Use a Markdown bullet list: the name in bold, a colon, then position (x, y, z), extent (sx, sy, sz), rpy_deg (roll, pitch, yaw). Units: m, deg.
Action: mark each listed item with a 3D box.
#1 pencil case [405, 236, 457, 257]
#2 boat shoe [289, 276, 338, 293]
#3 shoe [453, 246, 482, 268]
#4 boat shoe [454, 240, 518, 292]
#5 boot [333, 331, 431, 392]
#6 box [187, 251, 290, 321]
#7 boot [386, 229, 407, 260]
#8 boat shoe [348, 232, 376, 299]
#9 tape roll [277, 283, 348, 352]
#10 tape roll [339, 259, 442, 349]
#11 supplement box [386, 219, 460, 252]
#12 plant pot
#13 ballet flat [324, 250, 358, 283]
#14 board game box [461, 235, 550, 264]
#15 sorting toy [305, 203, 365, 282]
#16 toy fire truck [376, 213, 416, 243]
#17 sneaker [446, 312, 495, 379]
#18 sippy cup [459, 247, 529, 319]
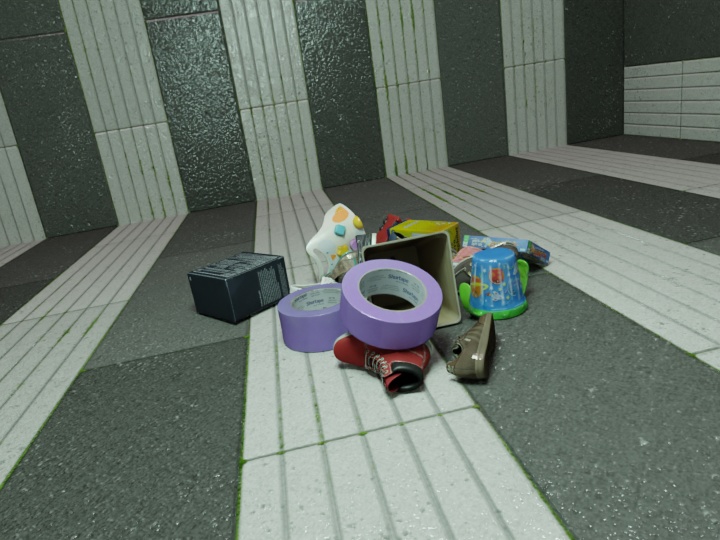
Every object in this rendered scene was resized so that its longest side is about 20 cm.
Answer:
- **pencil case**: position (0.182, -0.034, 1.547), extent (0.077, 0.092, 0.198), rpy_deg (-11, 19, -41)
- **boat shoe**: position (-0.090, 0.051, 1.455), extent (0.195, 0.071, 0.071), rpy_deg (-9, 16, -1)
- **shoe**: position (0.258, -0.009, 1.450), extent (0.195, 0.073, 0.091), rpy_deg (-8, 30, -15)
- **boat shoe**: position (0.294, -0.001, 1.352), extent (0.198, 0.073, 0.060), rpy_deg (-30, 13, 16)
- **boot**: position (0.027, 0.172, 1.036), extent (0.195, 0.074, 0.144), rpy_deg (1, 21, 17)
- **box**: position (-0.332, 0.039, 1.521), extent (0.197, 0.126, 0.196), rpy_deg (6, 22, 44)
- **boot**: position (0.100, -0.062, 1.451), extent (0.074, 0.098, 0.200), rpy_deg (27, 22, 1)
- **boat shoe**: position (0.000, -0.001, 1.400), extent (0.064, 0.204, 0.075), rpy_deg (7, -15, 2)
- **tape roll**: position (-0.088, 0.103, 1.273), extent (0.195, 0.087, 0.200), rpy_deg (-9, 17, 3)
- **tape roll**: position (0.058, 0.061, 1.080), extent (0.195, 0.067, 0.202), rpy_deg (4, 35, -3)
- **supplement box**: position (0.190, -0.083, 1.668), extent (0.197, 0.111, 0.109), rpy_deg (8, 24, 41)
- **plant pot**: position (0.098, 0.022, 1.276), extent (0.195, 0.205, 0.177), rpy_deg (-11, 8, -8)
- **ballet flat**: position (-0.053, 0.018, 1.518), extent (0.067, 0.068, 0.200), rpy_deg (-20, -14, -25)
- **board game box**: position (0.394, -0.057, 1.507), extent (0.197, 0.035, 0.134), rpy_deg (9, -7, 46)
- **sorting toy**: position (-0.070, -0.058, 1.618), extent (0.179, 0.203, 0.106), rpy_deg (-35, 29, -23)
- **toy fire truck**: position (0.107, -0.102, 1.777), extent (0.048, 0.141, 0.202), rpy_deg (20, 71, 35)
- **sneaker**: position (0.212, 0.135, 1.053), extent (0.074, 0.072, 0.200), rpy_deg (-3, 18, 21)
- **sippy cup**: position (0.304, 0.023, 1.252), extent (0.136, 0.133, 0.178), rpy_deg (-1, 19, 22)
